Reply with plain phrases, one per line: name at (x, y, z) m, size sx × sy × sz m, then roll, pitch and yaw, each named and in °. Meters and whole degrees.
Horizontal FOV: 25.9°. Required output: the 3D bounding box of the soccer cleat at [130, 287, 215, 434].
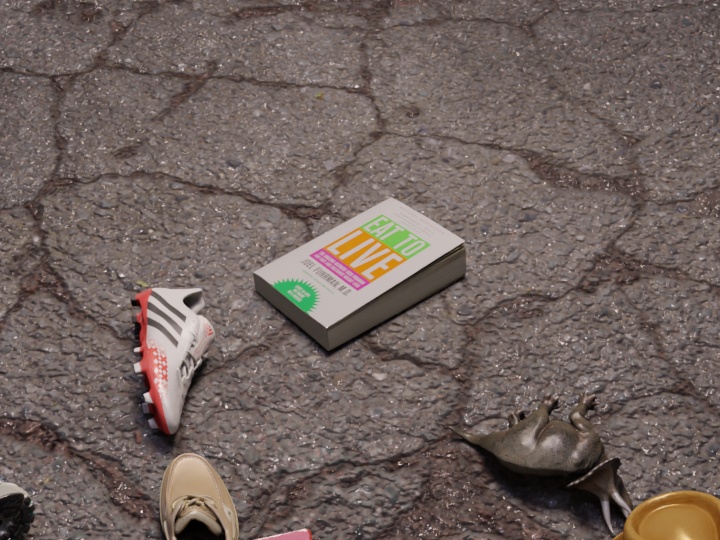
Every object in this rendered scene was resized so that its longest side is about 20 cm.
soccer cleat at (-0.188, 0.085, 1.596) m, size 0.084 × 0.069 × 0.201 m, roll -9°, pitch 38°, yaw -5°

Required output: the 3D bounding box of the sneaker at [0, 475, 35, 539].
sneaker at (-0.401, 0.242, 1.421) m, size 0.198 × 0.079 × 0.086 m, roll -20°, pitch 33°, yaw -32°

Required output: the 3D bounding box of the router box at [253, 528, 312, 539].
router box at (-0.117, 0.325, 1.288) m, size 0.197 × 0.049 × 0.182 m, roll -11°, pitch 66°, yaw -13°

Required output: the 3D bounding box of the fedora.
fedora at (0.287, 0.253, 1.366) m, size 0.198 × 0.083 × 0.201 m, roll -12°, pitch 27°, yaw 6°

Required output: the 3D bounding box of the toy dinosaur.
toy dinosaur at (0.179, 0.166, 1.504) m, size 0.197 × 0.078 × 0.102 m, roll 17°, pitch 30°, yaw 11°

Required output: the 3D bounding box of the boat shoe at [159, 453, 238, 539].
boat shoe at (-0.145, 0.236, 1.425) m, size 0.071 × 0.066 × 0.201 m, roll -6°, pitch 42°, yaw -8°

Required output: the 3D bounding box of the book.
book at (0.000, 0.000, 1.718) m, size 0.199 × 0.049 × 0.133 m, roll -30°, pitch 46°, yaw -28°
